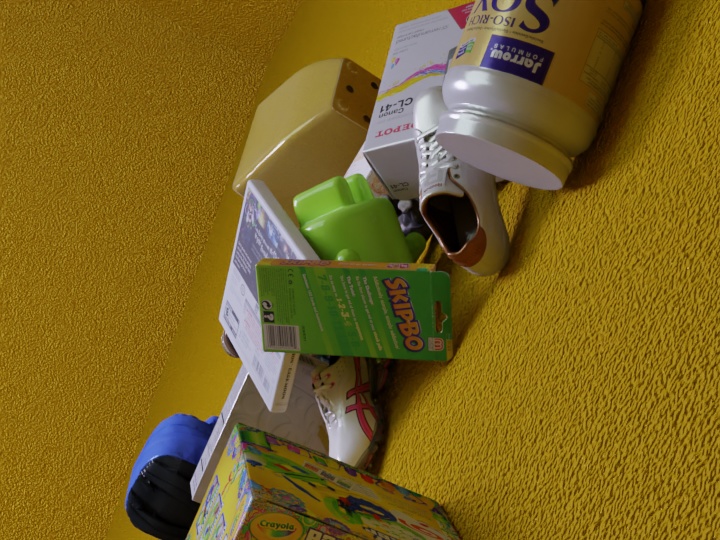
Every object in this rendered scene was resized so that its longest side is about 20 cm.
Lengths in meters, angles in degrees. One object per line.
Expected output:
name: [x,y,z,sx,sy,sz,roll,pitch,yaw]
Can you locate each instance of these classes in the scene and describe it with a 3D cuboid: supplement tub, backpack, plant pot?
supplement tub: [0.157,-0.187,1.173,0.202,0.144,0.145,-68,13,-6]
backpack: [-0.198,0.279,1.715,0.168,0.199,0.163,-91,26,-61]
plant pot: [-0.038,-0.189,1.921,0.200,0.195,0.195,-43,25,43]

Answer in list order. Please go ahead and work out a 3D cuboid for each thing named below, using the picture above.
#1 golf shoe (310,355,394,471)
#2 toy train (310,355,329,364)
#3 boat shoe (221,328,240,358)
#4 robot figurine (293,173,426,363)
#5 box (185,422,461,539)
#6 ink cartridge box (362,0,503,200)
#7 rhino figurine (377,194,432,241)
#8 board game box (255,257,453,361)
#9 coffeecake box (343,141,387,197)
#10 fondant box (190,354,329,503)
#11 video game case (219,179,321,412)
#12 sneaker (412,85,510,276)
golf shoe: [-0.020,0.148,1.454,0.073,0.091,0.201,-54,19,40]
toy train: [-0.061,0.156,1.652,0.201,0.085,0.114,-63,26,7]
boat shoe: [-0.082,0.047,1.631,0.072,0.199,0.076,66,164,4]
robot figurine: [0.000,0.000,1.434,0.115,0.202,0.175,-22,-3,28]
box: [-0.027,0.236,1.071,0.123,0.199,0.193,-66,12,5]
ink cartridge box: [0.098,-0.186,1.421,0.146,0.086,0.201,-11,46,30]
rhino figurine: [0.063,-0.070,1.528,0.060,0.087,0.201,28,98,38]
board game box: [-0.005,0.039,1.325,0.030,0.198,0.096,-50,-40,-63]
coffeecake box: [0.028,-0.114,1.685,0.201,0.073,0.153,-59,11,-8]
fondant box: [-0.095,0.196,1.560,0.201,0.143,0.058,-65,15,8]
video game case: [-0.102,0.024,1.454,0.200,0.023,0.183,-127,46,-54]
sneaker: [0.087,-0.096,1.269,0.072,0.084,0.202,-29,66,26]
